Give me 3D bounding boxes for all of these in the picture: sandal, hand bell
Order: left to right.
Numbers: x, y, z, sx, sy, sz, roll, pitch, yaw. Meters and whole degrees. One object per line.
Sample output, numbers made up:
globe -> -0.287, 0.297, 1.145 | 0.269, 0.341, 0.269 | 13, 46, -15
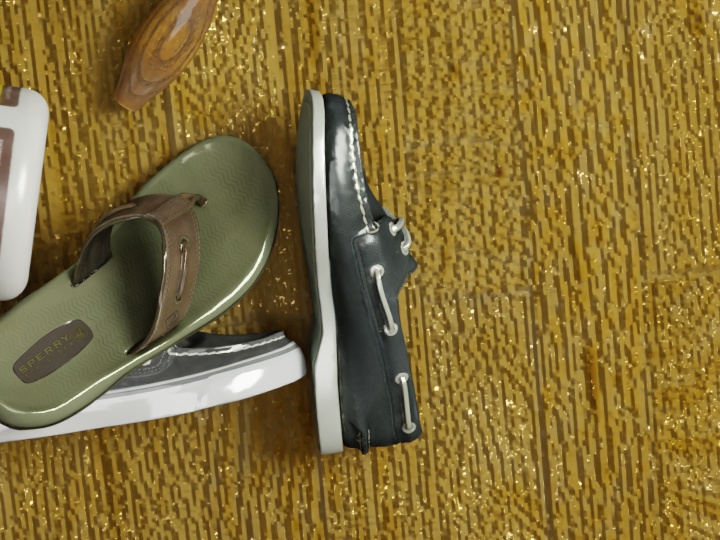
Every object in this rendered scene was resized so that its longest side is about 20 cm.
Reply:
sandal -> -0.113, 0.004, 1.126 | 0.080, 0.057, 0.201 | 40, 63, 11
hand bell -> -0.067, -0.165, 1.135 | 0.104, 0.104, 0.200 | 32, 109, -12

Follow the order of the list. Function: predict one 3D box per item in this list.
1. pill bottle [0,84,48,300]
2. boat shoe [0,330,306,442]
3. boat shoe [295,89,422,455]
pill bottle -> -0.260, -0.049, 1.108 | 0.200, 0.109, 0.109 | 8, 100, -8
boat shoe -> -0.130, 0.046, 1.168 | 0.200, 0.070, 0.066 | -9, 94, -2
boat shoe -> 0.000, 0.000, 1.171 | 0.060, 0.076, 0.200 | -5, 113, -5
